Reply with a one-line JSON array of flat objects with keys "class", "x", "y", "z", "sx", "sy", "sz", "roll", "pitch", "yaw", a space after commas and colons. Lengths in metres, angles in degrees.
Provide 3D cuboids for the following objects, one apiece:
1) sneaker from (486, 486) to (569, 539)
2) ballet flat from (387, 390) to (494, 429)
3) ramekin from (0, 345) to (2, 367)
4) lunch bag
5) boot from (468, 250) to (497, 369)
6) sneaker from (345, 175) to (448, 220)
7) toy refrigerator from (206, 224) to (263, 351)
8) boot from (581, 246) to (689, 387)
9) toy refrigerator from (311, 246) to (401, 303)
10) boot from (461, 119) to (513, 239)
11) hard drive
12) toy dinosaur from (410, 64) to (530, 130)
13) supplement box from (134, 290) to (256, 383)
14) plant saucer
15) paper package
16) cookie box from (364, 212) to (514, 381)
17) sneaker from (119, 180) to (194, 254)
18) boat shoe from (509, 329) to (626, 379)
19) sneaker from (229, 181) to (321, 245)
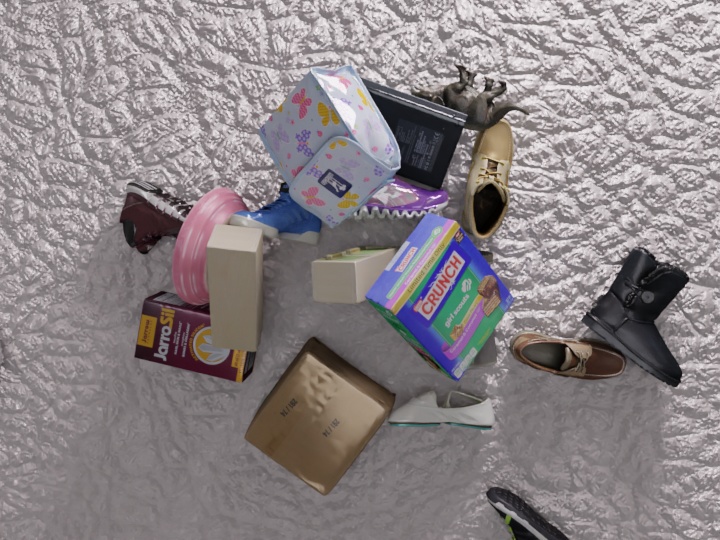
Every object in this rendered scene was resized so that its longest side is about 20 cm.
[{"class": "sneaker", "x": 0.291, "y": 0.473, "z": 1.257, "sx": 0.200, "sy": 0.072, "sz": 0.083, "roll": 39, "pitch": 100, "yaw": 0}, {"class": "ballet flat", "x": 0.141, "y": 0.241, "z": 1.236, "sx": 0.198, "sy": 0.069, "sz": 0.070, "roll": 5, "pitch": 98, "yaw": -15}, {"class": "ramekin", "x": -0.760, "y": 0.161, "z": 1.298, "sx": 0.198, "sy": 0.105, "sz": 0.202, "roll": 1, "pitch": 97, "yaw": 6}, {"class": "lunch bag", "x": -0.045, "y": -0.190, "z": 1.108, "sx": 0.169, "sy": 0.127, "sz": 0.201, "roll": -36, "pitch": 82, "yaw": 42}, {"class": "boot", "x": 0.153, "y": 0.070, "z": 1.212, "sx": 0.180, "sy": 0.073, "sz": 0.202, "roll": 0, "pitch": 103, "yaw": -12}, {"class": "sneaker", "x": 0.049, "y": -0.133, "z": 1.194, "sx": 0.198, "sy": 0.081, "sz": 0.089, "roll": 0, "pitch": 103, "yaw": 8}, {"class": "toy refrigerator", "x": -0.195, "y": 0.029, "z": 1.122, "sx": 0.075, "sy": 0.070, "sz": 0.201, "roll": 6, "pitch": 127, "yaw": 1}, {"class": "boot", "x": 0.497, "y": 0.076, "z": 1.186, "sx": 0.200, "sy": 0.076, "sz": 0.169, "roll": 38, "pitch": 103, "yaw": 6}, {"class": "toy refrigerator", "x": 0.000, "y": 0.000, "z": 1.148, "sx": 0.075, "sy": 0.200, "sz": 0.071, "roll": 1, "pitch": 100, "yaw": 24}, {"class": "boot", "x": 0.210, "y": -0.151, "z": 1.144, "sx": 0.072, "sy": 0.155, "sz": 0.202, "roll": 15, "pitch": 98, "yaw": 3}, {"class": "hard drive", "x": 0.061, "y": -0.227, "z": 1.177, "sx": 0.199, "sy": 0.033, "sz": 0.140, "roll": 20, "pitch": 133, "yaw": 2}, {"class": "toy dinosaur", "x": 0.183, "y": -0.274, "z": 1.170, "sx": 0.199, "sy": 0.077, "sz": 0.103, "roll": 26, "pitch": 103, "yaw": 14}, {"class": "supplement box", "x": -0.285, "y": 0.116, "z": 1.258, "sx": 0.198, "sy": 0.086, "sz": 0.111, "roll": 12, "pitch": 98, "yaw": 4}, {"class": "plant saucer", "x": -0.234, "y": -0.034, "z": 1.175, "sx": 0.050, "sy": 0.200, "sz": 0.202, "roll": 19, "pitch": 99, "yaw": 17}, {"class": "paper package", "x": -0.071, "y": 0.254, "z": 1.248, "sx": 0.190, "sy": 0.103, "sz": 0.201, "roll": 36, "pitch": 99, "yaw": 1}, {"class": "cookie box", "x": 0.127, "y": 0.043, "z": 1.096, "sx": 0.172, "sy": 0.075, "sz": 0.200, "roll": -52, "pitch": 125, "yaw": -13}, {"class": "sneaker", "x": -0.341, "y": -0.067, "z": 1.255, "sx": 0.199, "sy": 0.076, "sz": 0.116, "roll": 30, "pitch": 104, "yaw": 12}, {"class": "boat shoe", "x": 0.356, "y": 0.152, "z": 1.211, "sx": 0.198, "sy": 0.072, "sz": 0.076, "roll": 7, "pitch": 98, "yaw": 4}, {"class": "sneaker", "x": -0.132, "y": -0.108, "z": 1.172, "sx": 0.076, "sy": 0.199, "sz": 0.112, "roll": 14, "pitch": 94, "yaw": 38}]
